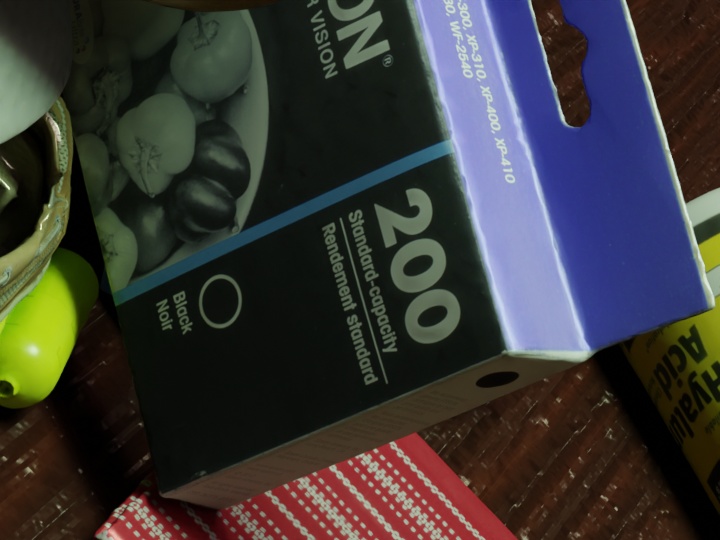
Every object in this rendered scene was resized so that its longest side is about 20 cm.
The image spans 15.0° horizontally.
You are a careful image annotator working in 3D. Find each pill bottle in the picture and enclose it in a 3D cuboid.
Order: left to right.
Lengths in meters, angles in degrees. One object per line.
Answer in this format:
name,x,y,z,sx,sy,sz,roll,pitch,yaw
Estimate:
pill bottle,0.198,0.066,1.218,0.111,0.111,0.200,8,45,-50

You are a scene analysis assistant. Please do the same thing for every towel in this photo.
towel,-0.008,0.107,0.978,0.145,0.022,0.200,46,28,0

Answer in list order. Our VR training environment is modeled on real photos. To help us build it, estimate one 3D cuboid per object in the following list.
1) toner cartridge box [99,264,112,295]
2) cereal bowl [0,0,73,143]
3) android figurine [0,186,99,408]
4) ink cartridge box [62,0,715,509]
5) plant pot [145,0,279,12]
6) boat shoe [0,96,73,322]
toner cartridge box,0.000,0.000,1.065,0.095,0.043,0.200,23,15,31
cereal bowl,-0.186,-0.095,0.824,0.200,0.083,0.200,1,26,-1
android figurine,-0.167,-0.026,0.916,0.182,0.041,0.200,39,28,-14
ink cartridge box,-0.003,-0.046,0.900,0.043,0.200,0.198,12,59,-58
plant pot,-0.102,-0.133,0.833,0.200,0.028,0.200,30,17,-10
boat shoe,-0.117,-0.025,0.855,0.072,0.076,0.200,37,26,-15
